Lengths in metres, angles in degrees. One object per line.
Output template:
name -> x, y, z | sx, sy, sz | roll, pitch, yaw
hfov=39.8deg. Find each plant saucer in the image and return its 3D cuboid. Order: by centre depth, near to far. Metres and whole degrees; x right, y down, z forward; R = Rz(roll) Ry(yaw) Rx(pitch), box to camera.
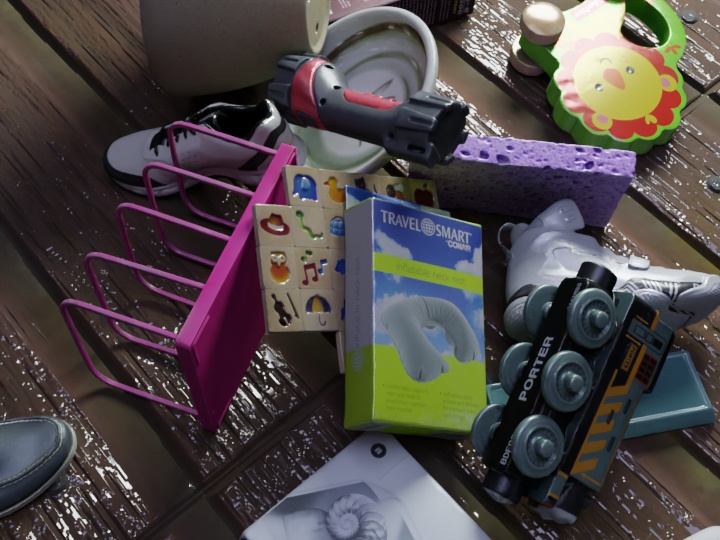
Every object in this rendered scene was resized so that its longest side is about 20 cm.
plant saucer -> 0.200, 0.111, 0.843 | 0.197, 0.019, 0.071 | -8, 58, -9
plant saucer -> -0.003, -0.156, 0.955 | 0.198, 0.050, 0.203 | -19, 55, 28

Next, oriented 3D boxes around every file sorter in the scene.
file sorter -> -0.142, -0.001, 0.828 | 0.124, 0.140, 0.202 | 17, 58, 12

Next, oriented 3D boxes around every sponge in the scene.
sponge -> 0.141, -0.083, 0.908 | 0.197, 0.112, 0.030 | 7, 71, 2

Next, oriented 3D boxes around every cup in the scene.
cup -> -0.106, -0.263, 0.951 | 0.141, 0.201, 0.202 | 7, 56, 9

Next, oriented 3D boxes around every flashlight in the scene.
flashlight -> 0.006, -0.143, 0.865 | 0.198, 0.069, 0.067 | 20, 23, 40

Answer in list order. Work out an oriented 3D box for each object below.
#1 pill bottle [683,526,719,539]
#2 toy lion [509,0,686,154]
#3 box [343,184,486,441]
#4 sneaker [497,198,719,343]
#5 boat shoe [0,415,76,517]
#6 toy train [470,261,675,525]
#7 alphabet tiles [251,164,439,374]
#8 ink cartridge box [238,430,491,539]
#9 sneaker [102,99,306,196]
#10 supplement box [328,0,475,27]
pill bottle -> 0.264, 0.286, 0.676 | 0.111, 0.113, 0.201 | -23, 61, -17
toy lion -> 0.266, -0.215, 1.036 | 0.199, 0.069, 0.192 | -36, 72, -23
box -> 0.045, 0.031, 0.809 | 0.121, 0.047, 0.203 | 12, 69, -34
sneaker -> 0.217, -0.004, 0.882 | 0.197, 0.075, 0.116 | -6, 60, -3
boat shoe -> -0.318, 0.156, 0.761 | 0.197, 0.062, 0.073 | -18, 59, -14
toy train -> 0.167, 0.097, 0.777 | 0.113, 0.085, 0.202 | 31, 78, -23
alphabet tiles -> 0.000, 0.000, 0.818 | 0.198, 0.008, 0.170 | 1, 76, -39
ink cartridge box -> 0.006, 0.244, 0.733 | 0.199, 0.041, 0.199 | -37, 66, -23
sneaker -> -0.152, -0.122, 0.924 | 0.197, 0.080, 0.075 | -5, 59, 13
supplement box -> 0.016, -0.306, 1.077 | 0.198, 0.061, 0.110 | -21, 61, -14
